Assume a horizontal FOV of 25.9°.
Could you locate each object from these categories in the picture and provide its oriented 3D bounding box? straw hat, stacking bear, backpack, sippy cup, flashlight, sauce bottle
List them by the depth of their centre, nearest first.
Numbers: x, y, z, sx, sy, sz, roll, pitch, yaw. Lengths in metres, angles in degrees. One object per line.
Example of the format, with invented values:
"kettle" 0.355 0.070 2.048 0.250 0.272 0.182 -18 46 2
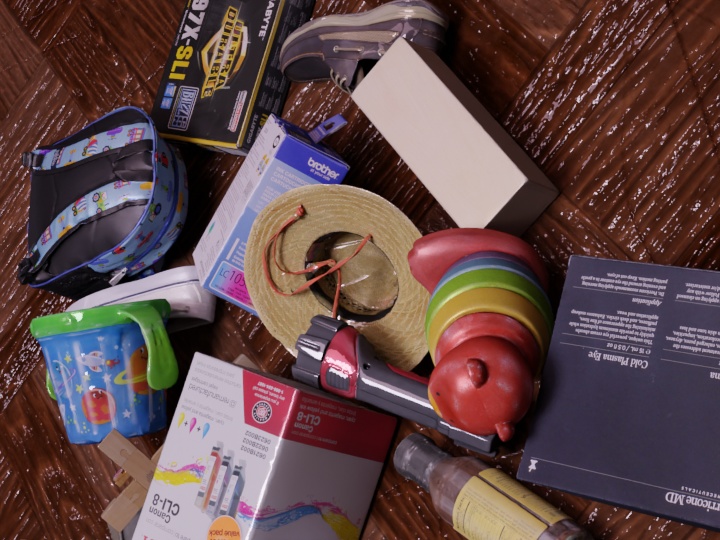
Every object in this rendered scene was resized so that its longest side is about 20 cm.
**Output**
"stacking bear" 0.099 0.058 1.259 0.113 0.122 0.200 -15 26 13
"sauce bottle" 0.106 0.195 1.298 0.200 0.065 0.065 33 97 45
"flashlight" 0.040 0.099 1.359 0.199 0.068 0.068 19 80 22
"straw hat" 0.000 0.000 1.439 0.200 0.085 0.202 8 109 24
"sippy cup" -0.248 0.102 1.546 0.178 0.139 0.131 159 103 -84
"backpack" -0.258 -0.072 1.670 0.200 0.134 0.183 -24 58 35

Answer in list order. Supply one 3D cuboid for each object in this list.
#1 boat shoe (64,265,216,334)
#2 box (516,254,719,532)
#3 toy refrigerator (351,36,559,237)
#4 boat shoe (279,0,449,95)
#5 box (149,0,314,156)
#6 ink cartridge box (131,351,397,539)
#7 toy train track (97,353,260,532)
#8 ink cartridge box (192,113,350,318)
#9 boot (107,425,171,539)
"boat shoe" -0.232 0.062 1.651 0.201 0.075 0.086 -17 69 27
"box" 0.242 0.097 1.181 0.200 0.104 0.183 9 80 44
"toy refrigerator" 0.085 -0.114 1.411 0.076 0.070 0.200 -49 59 18
"boat shoe" -0.003 -0.209 1.536 0.200 0.074 0.074 -11 67 40
"box" -0.140 -0.226 1.683 0.159 0.049 0.201 12 83 46
"ink cartridge box" -0.089 0.198 1.414 0.145 0.144 0.201 15 86 42
"toy train track" -0.171 0.161 1.480 0.200 0.115 0.033 -49 11 -9
"ink cartridge box" -0.082 -0.069 1.517 0.200 0.076 0.136 -62 15 8
"boot" -0.163 0.207 1.528 0.200 0.073 0.182 -49 41 8
